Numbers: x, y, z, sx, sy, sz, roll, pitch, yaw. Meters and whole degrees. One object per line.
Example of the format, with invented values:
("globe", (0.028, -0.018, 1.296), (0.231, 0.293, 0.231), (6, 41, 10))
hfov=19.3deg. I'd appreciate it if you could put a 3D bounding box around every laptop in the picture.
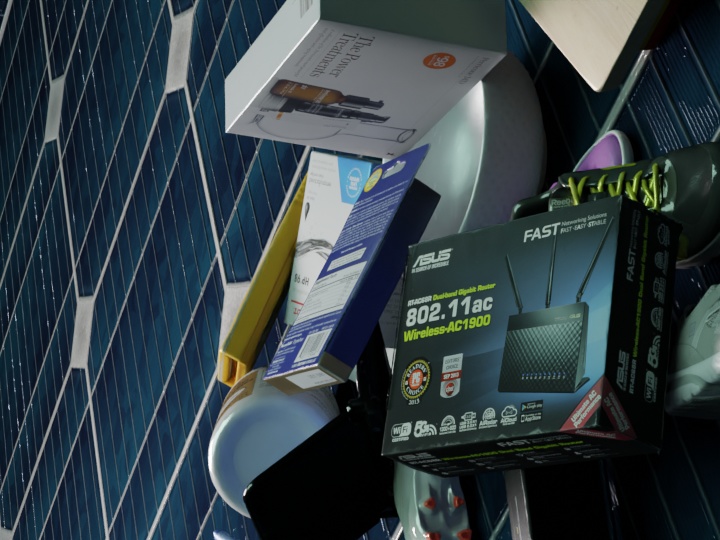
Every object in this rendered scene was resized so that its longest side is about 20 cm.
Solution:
("laptop", (0.112, 0.156, 1.487), (0.200, 0.103, 0.178), (126, 145, -51))

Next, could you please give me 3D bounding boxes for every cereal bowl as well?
("cereal bowl", (0.089, -0.084, 1.656), (0.200, 0.083, 0.202), (-172, 90, -70))

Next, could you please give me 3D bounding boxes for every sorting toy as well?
("sorting toy", (0.170, -0.265, 1.452), (0.200, 0.069, 0.199), (55, 139, 29))

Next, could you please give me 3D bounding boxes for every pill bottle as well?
("pill bottle", (-0.074, 0.146, 1.909), (0.200, 0.114, 0.115), (-84, 5, -80))

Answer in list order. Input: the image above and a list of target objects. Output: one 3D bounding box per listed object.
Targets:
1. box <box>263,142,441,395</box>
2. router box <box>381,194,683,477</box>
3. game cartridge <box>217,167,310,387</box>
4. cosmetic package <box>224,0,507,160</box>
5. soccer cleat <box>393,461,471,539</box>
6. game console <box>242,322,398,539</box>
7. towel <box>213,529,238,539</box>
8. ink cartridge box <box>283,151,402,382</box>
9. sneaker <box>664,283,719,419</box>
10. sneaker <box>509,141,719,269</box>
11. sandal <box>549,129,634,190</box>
("box", (0.000, 0.000, 1.635), (0.201, 0.032, 0.121), (-64, 16, -17))
("router box", (0.108, 0.046, 1.359), (0.199, 0.062, 0.151), (-13, 62, 46))
("game cartridge", (-0.079, 0.008, 1.997), (0.201, 0.032, 0.176), (-63, -1, -12))
("cosmetic package", (0.000, -0.152, 1.589), (0.200, 0.150, 0.052), (137, 134, -59))
("soccer cleat", (0.053, 0.140, 1.702), (0.078, 0.069, 0.202), (144, 128, -66))
("game console", (-0.029, 0.140, 1.738), (0.200, 0.116, 0.177), (76, -172, -58))
("towel", (-0.039, 0.302, 1.740), (0.200, 0.024, 0.147), (31, 156, 45))
("ink cartridge box", (-0.006, 0.001, 1.880), (0.116, 0.066, 0.202), (15, 97, 60))
("sneaker", (0.231, 0.029, 1.253), (0.200, 0.074, 0.083), (142, 130, -62))
("sneaker", (0.173, -0.035, 1.399), (0.200, 0.084, 0.075), (-29, 55, 54))
("sandal", (0.140, -0.022, 1.548), (0.203, 0.049, 0.083), (121, 147, -43))
